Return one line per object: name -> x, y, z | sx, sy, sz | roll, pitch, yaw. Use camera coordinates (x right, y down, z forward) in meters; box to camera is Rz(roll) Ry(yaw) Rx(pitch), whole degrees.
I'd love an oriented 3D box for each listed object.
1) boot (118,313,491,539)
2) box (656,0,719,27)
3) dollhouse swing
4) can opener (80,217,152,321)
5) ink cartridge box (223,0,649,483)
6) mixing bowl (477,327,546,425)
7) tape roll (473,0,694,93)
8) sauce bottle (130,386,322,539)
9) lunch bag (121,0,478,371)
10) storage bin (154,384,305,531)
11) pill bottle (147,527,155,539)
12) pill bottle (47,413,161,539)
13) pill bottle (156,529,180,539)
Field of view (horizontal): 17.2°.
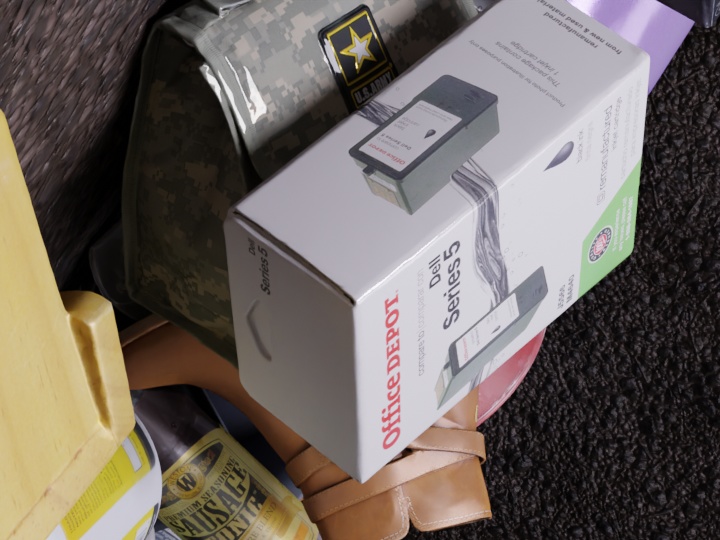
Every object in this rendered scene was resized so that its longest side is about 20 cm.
boot -> -0.033, 0.082, 1.262 | 0.199, 0.156, 0.077 | -13, 175, -6
box -> 0.129, -0.240, 1.243 | 0.115, 0.200, 0.132 | -56, 165, -14
dollhouse swing -> -0.203, 0.053, 0.856 | 0.181, 0.176, 0.200 | -8, -149, 36
can opener -> -0.076, -0.051, 1.300 | 0.200, 0.053, 0.067 | -45, -156, -22
ink cartridge box -> 0.038, -0.018, 1.114 | 0.200, 0.084, 0.146 | -40, 150, -25
mixing bowl -> 0.000, 0.000, 1.364 | 0.200, 0.200, 0.108 | -56, 148, -18
tape roll -> 0.109, -0.187, 1.465 | 0.066, 0.200, 0.200 | -57, 175, -6
sauce bottle -> -0.101, 0.112, 1.345 | 0.066, 0.200, 0.066 | -35, -152, 22
lunch bag -> -0.027, -0.075, 1.167 | 0.164, 0.117, 0.201 | -37, 145, -34
storage bin -> -0.097, 0.098, 1.508 | 0.134, 0.146, 0.200 | -24, -170, 25
pill bottle -> -0.201, 0.205, 1.379 | 0.113, 0.113, 0.200 | -51, 171, -52
pill bottle -> -0.177, 0.128, 1.139 | 0.112, 0.112, 0.200 | -59, 175, 20
pill bottle -> -0.160, 0.234, 1.938 | 0.200, 0.119, 0.120 | -54, 174, -39
